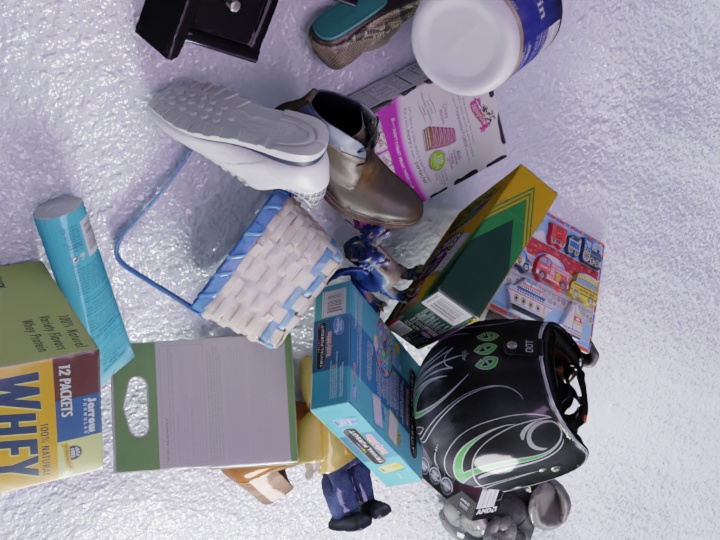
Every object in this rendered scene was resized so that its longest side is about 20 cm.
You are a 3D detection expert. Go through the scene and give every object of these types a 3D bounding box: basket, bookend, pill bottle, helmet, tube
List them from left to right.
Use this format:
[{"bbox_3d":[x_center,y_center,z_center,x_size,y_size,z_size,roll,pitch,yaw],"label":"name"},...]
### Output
[{"bbox_3d":[-0.277,0.024,1.249,0.077,0.050,0.200,-45,131,-47],"label":"tube"},{"bbox_3d":[-0.132,-0.024,1.281,0.200,0.139,0.176,39,94,-11],"label":"basket"},{"bbox_3d":[-0.085,-0.284,1.187,0.198,0.092,0.200,13,109,-35],"label":"bookend"},{"bbox_3d":[0.151,0.152,1.381,0.190,0.200,0.200,-19,134,26],"label":"helmet"},{"bbox_3d":[0.143,-0.263,1.274,0.200,0.116,0.116,-42,139,-52],"label":"pill bottle"}]

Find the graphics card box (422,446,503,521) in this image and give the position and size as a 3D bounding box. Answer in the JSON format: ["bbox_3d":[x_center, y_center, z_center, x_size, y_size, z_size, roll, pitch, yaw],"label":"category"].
[{"bbox_3d":[0.145,0.200,1.560,0.051,0.125,0.200,-3,117,-38],"label":"graphics card box"}]

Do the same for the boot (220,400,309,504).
[{"bbox_3d":[-0.089,0.167,1.447,0.200,0.077,0.155,-37,123,-2],"label":"boot"}]

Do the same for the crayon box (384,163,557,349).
[{"bbox_3d":[0.118,-0.011,1.364,0.058,0.200,0.173,36,70,-6],"label":"crayon box"}]

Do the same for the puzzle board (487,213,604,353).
[{"bbox_3d":[0.235,0.004,1.532,0.200,0.017,0.151,24,68,-37],"label":"puzzle board"}]

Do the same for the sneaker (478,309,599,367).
[{"bbox_3d":[0.237,0.077,1.578,0.200,0.082,0.077,19,104,-37],"label":"sneaker"}]

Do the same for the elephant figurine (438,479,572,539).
[{"bbox_3d":[0.216,0.303,1.666,0.200,0.141,0.155,-40,159,-26],"label":"elephant figurine"}]

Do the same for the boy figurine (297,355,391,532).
[{"bbox_3d":[-0.021,0.191,1.405,0.124,0.064,0.200,-17,98,-42],"label":"boy figurine"}]

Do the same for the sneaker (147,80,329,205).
[{"bbox_3d":[-0.122,-0.123,1.203,0.076,0.200,0.081,-53,156,-33],"label":"sneaker"}]

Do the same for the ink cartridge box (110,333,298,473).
[{"bbox_3d":[-0.171,0.146,1.352,0.200,0.048,0.146,-3,82,-7],"label":"ink cartridge box"}]

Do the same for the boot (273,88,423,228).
[{"bbox_3d":[-0.002,-0.110,1.239,0.200,0.097,0.075,28,62,-19],"label":"boot"}]

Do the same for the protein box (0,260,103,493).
[{"bbox_3d":[-0.369,0.104,1.155,0.200,0.199,0.135,-10,120,-27],"label":"protein box"}]

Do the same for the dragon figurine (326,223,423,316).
[{"bbox_3d":[0.000,0.000,1.371,0.099,0.200,0.059,33,67,-20],"label":"dragon figurine"}]

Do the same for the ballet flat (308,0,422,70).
[{"bbox_3d":[0.035,-0.280,1.289,0.200,0.068,0.075,-37,149,-4],"label":"ballet flat"}]

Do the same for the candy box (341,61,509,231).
[{"bbox_3d":[0.057,-0.149,1.364,0.200,0.061,0.137,-28,124,-15],"label":"candy box"}]

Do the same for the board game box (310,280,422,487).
[{"bbox_3d":[0.010,0.129,1.364,0.047,0.151,0.200,-14,142,20],"label":"board game box"}]
